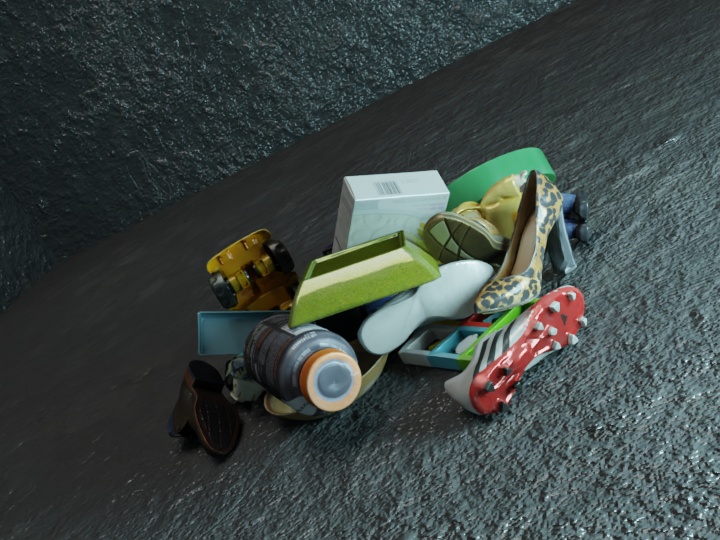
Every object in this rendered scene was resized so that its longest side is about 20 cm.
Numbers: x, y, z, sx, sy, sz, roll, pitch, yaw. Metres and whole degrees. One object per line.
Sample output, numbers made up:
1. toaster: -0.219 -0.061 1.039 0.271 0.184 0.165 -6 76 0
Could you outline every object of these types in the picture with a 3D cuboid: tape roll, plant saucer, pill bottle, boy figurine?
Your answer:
1. tape roll: 0.202 -0.117 1.377 0.200 0.048 0.200 -25 -13 -6
2. plant saucer: 0.000 0.000 1.168 0.199 0.048 0.200 -18 10 5
3. pill bottle: -0.070 0.119 1.110 0.106 0.106 0.200 -36 18 -17
4. plant saucer: -0.038 0.146 1.220 0.200 0.036 0.200 -28 18 10
5. boy figurine: 0.211 -0.076 1.226 0.199 0.125 0.064 0 18 6
6. plant saucer: -0.147 0.096 1.351 0.199 0.070 0.019 -1 -24 -11

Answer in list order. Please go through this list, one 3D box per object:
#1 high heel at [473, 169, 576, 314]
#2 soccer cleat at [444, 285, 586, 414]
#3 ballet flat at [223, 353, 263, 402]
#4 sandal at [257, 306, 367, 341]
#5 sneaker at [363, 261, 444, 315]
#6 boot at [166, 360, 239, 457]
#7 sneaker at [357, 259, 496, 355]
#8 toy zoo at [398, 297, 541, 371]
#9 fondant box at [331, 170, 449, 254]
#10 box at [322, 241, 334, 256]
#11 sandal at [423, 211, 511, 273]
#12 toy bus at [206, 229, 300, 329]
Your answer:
1. high heel: 0.190 -0.036 1.114 0.200 0.143 0.071 -28 14 -37
2. soccer cleat: 0.176 0.084 1.001 0.200 0.069 0.085 -43 26 -23
3. ballet flat: -0.162 0.159 1.292 0.074 0.074 0.200 -35 0 -14
4. sandal: -0.069 0.091 1.271 0.200 0.076 0.048 -13 -15 32
5. sneaker: 0.067 0.039 1.263 0.199 0.082 0.074 -24 22 15
6. boot: -0.232 0.227 1.294 0.097 0.074 0.200 -61 28 19
7. sneaker: 0.083 0.041 1.179 0.199 0.075 0.088 -25 7 -4
8. toy zoo: 0.135 0.079 1.150 0.131 0.021 0.200 -39 20 -27
9. fondant box: 0.037 -0.045 1.289 0.144 0.200 0.058 -6 45 -19
10. box: 0.034 -0.048 1.507 0.141 0.079 0.200 -22 7 17
11. sandal: 0.157 -0.039 1.180 0.080 0.200 0.054 -39 49 37
12. toy bus: -0.161 0.038 1.462 0.135 0.200 0.192 -31 10 -7
